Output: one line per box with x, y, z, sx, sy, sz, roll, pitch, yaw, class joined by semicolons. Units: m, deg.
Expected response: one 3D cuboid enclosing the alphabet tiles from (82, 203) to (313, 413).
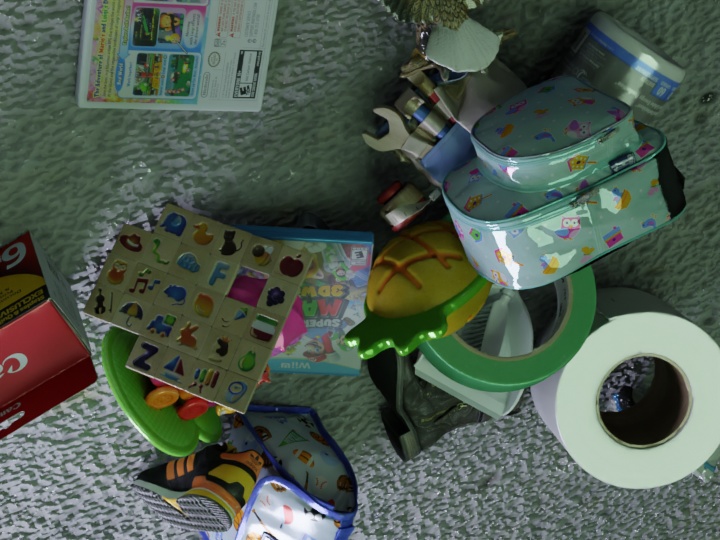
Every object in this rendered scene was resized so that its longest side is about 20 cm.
-0.166;0.029;1.558;0.167;0.200;0.008;-67;160;-11;alphabet tiles

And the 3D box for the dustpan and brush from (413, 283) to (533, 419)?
0.148;0.045;1.750;0.140;0.057;0.200;30;65;-29;dustpan and brush

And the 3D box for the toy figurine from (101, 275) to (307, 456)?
-0.129;0.085;1.621;0.184;0.150;0.200;-32;150;15;toy figurine

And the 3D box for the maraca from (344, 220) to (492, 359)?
0.060;0.022;1.580;0.137;0.200;0.107;-11;119;35;maraca

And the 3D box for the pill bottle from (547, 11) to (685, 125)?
0.232;-0.154;1.652;0.114;0.114;0.200;24;109;-32;pill bottle

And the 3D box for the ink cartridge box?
-0.364;0.081;1.520;0.200;0.176;0.084;-31;126;-2;ink cartridge box

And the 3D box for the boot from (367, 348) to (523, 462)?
0.104;0.116;1.799;0.174;0.069;0.200;-24;136;-14;boot

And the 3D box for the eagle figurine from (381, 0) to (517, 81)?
0.060;-0.281;1.492;0.151;0.152;0.200;2;122;27;eagle figurine

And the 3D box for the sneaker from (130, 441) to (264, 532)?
-0.167;0.223;1.699;0.070;0.200;0.090;49;64;-20;sneaker

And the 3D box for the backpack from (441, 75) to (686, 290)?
0.178;-0.080;1.502;0.200;0.176;0.153;-35;122;-6;backpack

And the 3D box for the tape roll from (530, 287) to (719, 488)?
0.301;0.129;1.797;0.202;0.139;0.203;-1;100;-6;tape roll

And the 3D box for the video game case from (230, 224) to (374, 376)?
-0.064;0.034;1.655;0.143;0.018;0.200;3;135;-3;video game case

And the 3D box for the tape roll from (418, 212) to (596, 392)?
0.147;0.026;1.692;0.200;0.048;0.201;2;76;-7;tape roll

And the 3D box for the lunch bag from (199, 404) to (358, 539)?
-0.083;0.266;1.723;0.124;0.200;0.170;4;120;-33;lunch bag

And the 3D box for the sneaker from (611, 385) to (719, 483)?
0.382;0.177;1.952;0.200;0.075;0.087;37;88;-37;sneaker

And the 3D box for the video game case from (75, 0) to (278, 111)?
-0.167;-0.244;1.495;0.182;0.024;0.200;-1;121;-21;video game case

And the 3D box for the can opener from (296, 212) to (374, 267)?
0.000;0.000;1.694;0.053;0.067;0.200;-26;142;21;can opener

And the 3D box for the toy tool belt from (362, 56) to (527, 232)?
0.066;-0.149;1.605;0.200;0.125;0.123;-44;92;4;toy tool belt
